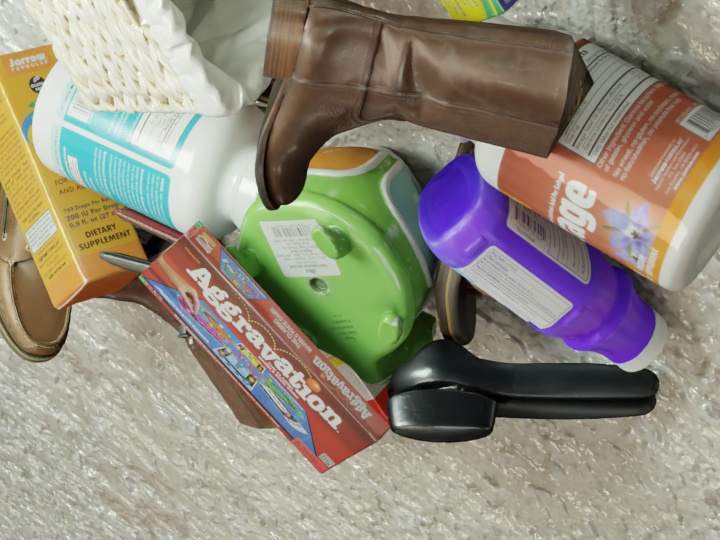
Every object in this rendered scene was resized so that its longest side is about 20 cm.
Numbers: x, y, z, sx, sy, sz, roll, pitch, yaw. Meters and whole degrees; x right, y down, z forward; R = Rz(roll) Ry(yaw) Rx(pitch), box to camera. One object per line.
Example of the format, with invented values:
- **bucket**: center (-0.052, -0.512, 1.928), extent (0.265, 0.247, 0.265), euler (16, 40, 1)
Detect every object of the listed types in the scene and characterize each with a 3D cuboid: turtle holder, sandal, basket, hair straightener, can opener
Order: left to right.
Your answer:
- **basket**: center (-0.120, -0.226, 1.455), extent (0.160, 0.200, 0.199), euler (-2, 126, 47)
- **hair straightener**: center (-0.109, 0.022, 1.694), extent (0.199, 0.077, 0.041), euler (23, -177, 7)
- **turtle holder**: center (0.003, -0.007, 1.613), extent (0.185, 0.132, 0.141), euler (42, 139, -10)
- **sandal**: center (0.088, -0.022, 1.586), extent (0.054, 0.082, 0.201), euler (10, 130, 6)
- **can opener**: center (0.116, 0.090, 1.610), extent (0.198, 0.079, 0.063), euler (0, 159, -5)

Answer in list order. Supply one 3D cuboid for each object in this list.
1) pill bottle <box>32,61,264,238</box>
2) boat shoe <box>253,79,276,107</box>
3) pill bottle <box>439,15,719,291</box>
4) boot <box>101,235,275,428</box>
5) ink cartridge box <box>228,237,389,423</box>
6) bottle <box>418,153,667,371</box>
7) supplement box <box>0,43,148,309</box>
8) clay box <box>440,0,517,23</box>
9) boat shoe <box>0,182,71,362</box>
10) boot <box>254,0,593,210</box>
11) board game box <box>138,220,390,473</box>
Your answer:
- **pill bottle**: center (-0.142, -0.092, 1.686), extent (0.199, 0.111, 0.111), euler (25, 141, 24)
- **boat shoe**: center (-0.080, -0.152, 1.609), extent (0.199, 0.060, 0.072), euler (15, 136, 34)
- **pill bottle**: center (0.145, -0.081, 1.420), extent (0.199, 0.112, 0.113), euler (31, 143, 17)
- **boot**: center (-0.143, 0.060, 1.879), extent (0.186, 0.064, 0.200), euler (-8, 126, 52)
- **ink cartridge box**: center (-0.029, 0.061, 1.768), extent (0.116, 0.067, 0.201), euler (-17, 113, 48)
- **bottle**: center (0.127, 0.001, 1.515), extent (0.200, 0.084, 0.065), euler (35, 115, -30)
- **supplement box**: center (-0.244, -0.076, 1.780), extent (0.069, 0.066, 0.201), euler (-39, 74, 53)
- **clay box**: center (0.049, -0.260, 1.329), extent (0.047, 0.115, 0.201), euler (-12, 118, 48)
- **boat shoe**: center (-0.268, -0.028, 1.828), extent (0.068, 0.071, 0.202), euler (-30, 64, 54)
- **boot**: center (0.038, -0.089, 1.373), extent (0.198, 0.065, 0.187), euler (8, 144, 1)
- **board game box**: center (-0.071, 0.058, 1.607), extent (0.200, 0.019, 0.103), euler (47, 149, -4)
